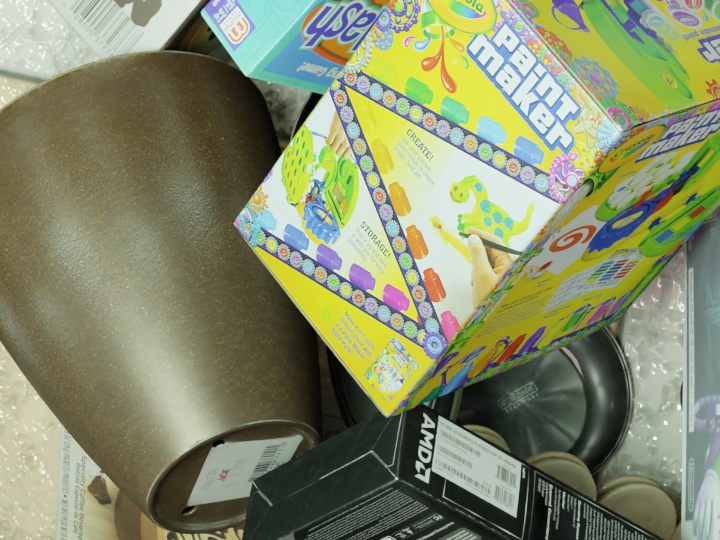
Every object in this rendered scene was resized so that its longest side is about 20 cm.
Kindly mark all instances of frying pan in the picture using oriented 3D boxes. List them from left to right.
[{"bbox_3d":[0.082,0.029,1.322,0.114,0.031,0.191,-6,103,22],"label":"frying pan"}]

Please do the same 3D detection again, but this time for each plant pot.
[{"bbox_3d":[-0.096,0.025,1.256,0.187,0.186,0.201,-44,54,24],"label":"plant pot"}]

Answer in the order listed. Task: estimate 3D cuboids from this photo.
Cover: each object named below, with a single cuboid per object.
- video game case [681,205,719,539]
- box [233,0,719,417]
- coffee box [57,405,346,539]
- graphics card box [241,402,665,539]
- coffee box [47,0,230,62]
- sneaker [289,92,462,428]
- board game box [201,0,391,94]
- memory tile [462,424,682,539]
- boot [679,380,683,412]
[{"bbox_3d":[0.196,0.043,1.177,0.023,0.182,0.201,4,82,-16],"label":"video game case"},{"bbox_3d":[0.084,-0.059,1.140,0.122,0.199,0.193,51,127,17],"label":"box"},{"bbox_3d":[-0.061,0.131,1.356,0.199,0.080,0.114,15,117,19],"label":"coffee box"},{"bbox_3d":[0.056,0.141,1.199,0.199,0.051,0.125,29,141,-27],"label":"graphics card box"},{"bbox_3d":[-0.061,-0.196,1.277,0.080,0.113,0.200,47,113,8],"label":"coffee box"},{"bbox_3d":[0.000,0.000,1.265,0.074,0.106,0.201,-10,76,17],"label":"sneaker"},{"bbox_3d":[0.043,-0.160,1.115,0.200,0.152,0.045,-46,64,22],"label":"board game box"},{"bbox_3d":[0.095,0.163,1.292,0.199,0.017,0.154,18,112,-22],"label":"memory tile"},{"bbox_3d":[0.233,0.124,1.244,0.200,0.097,0.075,41,114,8],"label":"boot"}]
